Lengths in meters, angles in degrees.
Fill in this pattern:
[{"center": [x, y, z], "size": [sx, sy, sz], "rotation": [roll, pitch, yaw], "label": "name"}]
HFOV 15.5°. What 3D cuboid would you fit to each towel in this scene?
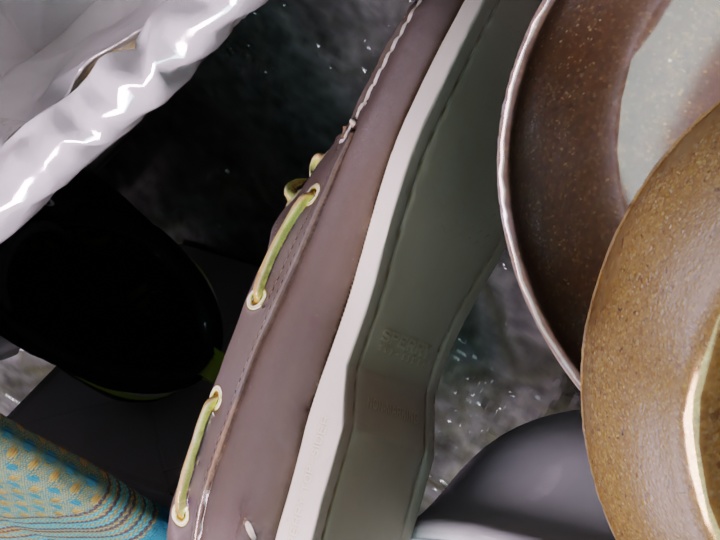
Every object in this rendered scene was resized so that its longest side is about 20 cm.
[{"center": [-0.128, 0.062, 0.796], "size": [0.147, 0.022, 0.200], "rotation": [-6, 149, 44], "label": "towel"}]

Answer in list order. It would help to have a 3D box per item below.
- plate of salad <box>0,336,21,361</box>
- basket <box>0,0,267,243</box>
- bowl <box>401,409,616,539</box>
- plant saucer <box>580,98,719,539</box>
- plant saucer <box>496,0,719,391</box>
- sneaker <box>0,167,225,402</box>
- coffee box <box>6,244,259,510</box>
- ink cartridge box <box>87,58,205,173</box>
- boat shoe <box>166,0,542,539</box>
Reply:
[{"center": [-0.193, 0.026, 0.940], "size": [0.200, 0.200, 0.048], "rotation": [-13, 94, 45], "label": "plate of salad"}, {"center": [-0.113, -0.127, 0.717], "size": [0.200, 0.161, 0.198], "rotation": [47, 123, -6], "label": "basket"}, {"center": [0.109, 0.099, 0.808], "size": [0.201, 0.090, 0.201], "rotation": [26, 159, 11], "label": "bowl"}, {"center": [0.153, 0.036, 0.656], "size": [0.200, 0.035, 0.200], "rotation": [2, 104, 10], "label": "plant saucer"}, {"center": [0.137, -0.025, 0.695], "size": [0.200, 0.037, 0.200], "rotation": [6, 113, 14], "label": "plant saucer"}, {"center": [-0.119, -0.023, 0.824], "size": [0.200, 0.072, 0.083], "rotation": [30, 175, -15], "label": "sneaker"}, {"center": [-0.050, 0.108, 0.949], "size": [0.080, 0.114, 0.200], "rotation": [16, 134, 29], "label": "coffee box"}, {"center": [-0.154, -0.110, 0.888], "size": [0.200, 0.050, 0.109], "rotation": [46, 141, -4], "label": "ink cartridge box"}, {"center": [0.000, 0.000, 0.762], "size": [0.060, 0.200, 0.072], "rotation": [13, 171, 33], "label": "boat shoe"}]
